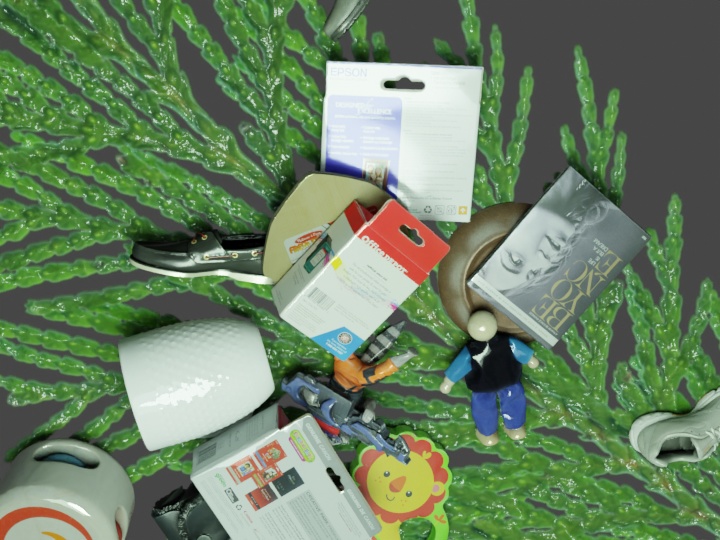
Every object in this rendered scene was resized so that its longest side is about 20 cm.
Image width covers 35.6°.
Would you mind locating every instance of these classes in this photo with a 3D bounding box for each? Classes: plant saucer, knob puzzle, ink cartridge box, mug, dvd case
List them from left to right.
[{"bbox_3d":[-0.202,0.152,1.454,0.174,0.148,0.201,-16,139,-7],"label":"mug"},{"bbox_3d":[-0.093,0.285,1.451,0.175,0.084,0.201,-29,108,4],"label":"ink cartridge box"},{"bbox_3d":[-0.033,-0.041,1.409,0.218,0.031,0.221,-6,120,-11],"label":"knob puzzle"},{"bbox_3d":[0.000,0.000,1.383,0.116,0.067,0.200,37,104,-29],"label":"ink cartridge box"},{"bbox_3d":[0.049,-0.163,1.404,0.197,0.043,0.201,2,111,-4],"label":"ink cartridge box"},{"bbox_3d":[0.202,0.012,1.477,0.199,0.037,0.202,-1,108,-2],"label":"plant saucer"},{"bbox_3d":[0.255,-0.014,1.445,0.148,0.016,0.200,38,102,-15],"label":"dvd case"}]

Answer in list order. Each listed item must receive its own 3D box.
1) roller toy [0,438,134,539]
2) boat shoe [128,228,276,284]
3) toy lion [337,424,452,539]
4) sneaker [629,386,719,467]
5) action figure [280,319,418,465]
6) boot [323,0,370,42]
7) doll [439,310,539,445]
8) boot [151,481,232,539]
[{"bbox_3d":[-0.395,0.325,1.490,0.182,0.140,0.200,-32,112,18],"label":"roller toy"},{"bbox_3d":[-0.191,-0.024,1.422,0.200,0.074,0.064,4,110,-11],"label":"boat shoe"},{"bbox_3d":[0.053,0.322,1.563,0.191,0.069,0.200,-39,107,1],"label":"toy lion"},{"bbox_3d":[0.475,0.222,1.533,0.199,0.092,0.076,-22,109,4],"label":"sneaker"},{"bbox_3d":[0.009,0.162,1.483,0.200,0.105,0.194,37,109,12],"label":"action figure"},{"bbox_3d":[-0.027,-0.384,1.324,0.130,0.068,0.201,28,97,-7],"label":"boot"},{"bbox_3d":[0.171,0.142,1.490,0.135,0.049,0.201,-12,121,0],"label":"doll"},{"bbox_3d":[-0.172,0.362,1.548,0.199,0.077,0.169,-16,112,8],"label":"boot"}]
